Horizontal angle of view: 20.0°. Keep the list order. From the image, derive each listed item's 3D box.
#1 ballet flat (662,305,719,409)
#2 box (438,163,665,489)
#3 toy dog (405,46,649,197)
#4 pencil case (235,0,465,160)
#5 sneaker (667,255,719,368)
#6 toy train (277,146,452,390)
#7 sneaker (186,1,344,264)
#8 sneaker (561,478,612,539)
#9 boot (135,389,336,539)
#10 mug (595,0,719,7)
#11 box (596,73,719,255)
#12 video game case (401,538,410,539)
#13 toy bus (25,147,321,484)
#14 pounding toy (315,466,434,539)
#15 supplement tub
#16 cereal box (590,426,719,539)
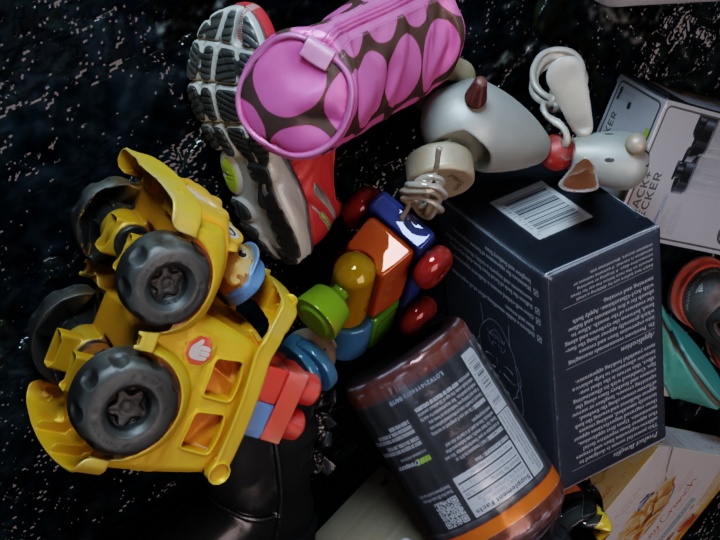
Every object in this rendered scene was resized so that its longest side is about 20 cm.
[{"bbox_3d":[0.237,0.060,1.702,0.070,0.068,0.200,-28,133,13],"label":"ballet flat"},{"bbox_3d":[0.146,0.036,1.557,0.106,0.148,0.201,-22,126,-23],"label":"box"},{"bbox_3d":[0.123,-0.107,1.458,0.199,0.133,0.096,-14,165,-28],"label":"toy dog"},{"bbox_3d":[-0.002,-0.141,1.338,0.094,0.091,0.200,-47,177,33],"label":"pencil case"},{"bbox_3d":[0.339,0.061,1.750,0.199,0.082,0.077,30,97,-41],"label":"sneaker"},{"bbox_3d":[0.000,0.000,1.415,0.116,0.084,0.201,-43,163,-27],"label":"toy train"},{"bbox_3d":[-0.059,-0.103,1.401,0.085,0.077,0.201,-43,136,-34],"label":"sneaker"},{"bbox_3d":[0.165,0.182,1.609,0.070,0.089,0.201,57,47,-42],"label":"sneaker"},{"bbox_3d":[-0.104,0.155,1.500,0.197,0.073,0.164,-21,127,-33],"label":"boot"},{"bbox_3d":[0.212,-0.271,1.462,0.152,0.188,0.150,-14,156,-18],"label":"mug"},{"bbox_3d":[0.272,-0.077,1.640,0.199,0.060,0.117,11,108,-38],"label":"box"},{"bbox_3d":[0.039,0.310,1.535,0.183,0.022,0.200,-49,129,6],"label":"video game case"},{"bbox_3d":[-0.108,0.041,1.371,0.191,0.136,0.202,14,105,-28],"label":"toy bus"},{"bbox_3d":[0.009,0.293,1.634,0.184,0.142,0.201,-44,131,-20],"label":"pounding toy"},{"bbox_3d":[0.080,0.142,1.505,0.107,0.107,0.201,-33,96,-15],"label":"supplement tub"},{"bbox_3d":[0.236,0.199,1.737,0.144,0.040,0.199,-54,151,13],"label":"cereal box"}]
